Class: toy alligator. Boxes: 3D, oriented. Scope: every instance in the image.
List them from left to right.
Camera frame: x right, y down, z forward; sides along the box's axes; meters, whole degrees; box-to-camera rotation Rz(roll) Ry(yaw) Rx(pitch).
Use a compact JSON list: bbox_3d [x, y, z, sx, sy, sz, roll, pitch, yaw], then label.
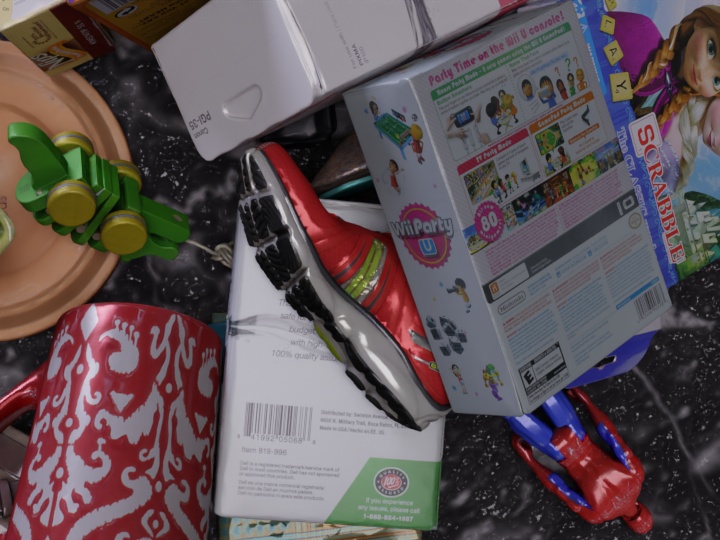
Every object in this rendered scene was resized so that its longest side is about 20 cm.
[{"bbox_3d":[-0.157,-0.031,0.902,0.054,0.060,0.199,-38,132,24],"label":"toy alligator"}]

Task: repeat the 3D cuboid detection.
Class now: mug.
[{"bbox_3d":[-0.166,0.126,0.834,0.176,0.133,0.203,17,64,-24],"label":"mug"}]

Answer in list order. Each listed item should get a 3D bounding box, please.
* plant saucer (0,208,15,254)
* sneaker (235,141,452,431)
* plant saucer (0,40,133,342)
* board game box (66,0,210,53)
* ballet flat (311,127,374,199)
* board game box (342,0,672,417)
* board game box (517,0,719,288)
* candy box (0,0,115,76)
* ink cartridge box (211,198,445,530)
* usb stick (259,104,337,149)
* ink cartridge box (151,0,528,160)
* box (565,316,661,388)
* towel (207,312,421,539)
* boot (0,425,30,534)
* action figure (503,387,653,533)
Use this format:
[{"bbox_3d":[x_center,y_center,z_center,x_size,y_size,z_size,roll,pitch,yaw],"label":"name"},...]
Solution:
[{"bbox_3d":[-0.335,-0.028,0.878,0.200,0.048,0.200,-44,85,11],"label":"plant saucer"},{"bbox_3d":[0.000,0.000,0.834,0.085,0.077,0.201,-40,104,-18],"label":"sneaker"},{"bbox_3d":[-0.250,-0.053,0.924,0.197,0.032,0.204,0,90,-7],"label":"plant saucer"},{"bbox_3d":[-0.102,-0.276,0.837,0.198,0.200,0.202,-26,88,5],"label":"board game box"},{"bbox_3d":[0.050,-0.103,0.947,0.198,0.068,0.068,-17,87,-17],"label":"ballet flat"},{"bbox_3d":[0.091,-0.038,0.817,0.147,0.064,0.202,-29,106,-36],"label":"board game box"},{"bbox_3d":[0.212,-0.108,0.918,0.198,0.041,0.202,-27,106,-30],"label":"board game box"},{"bbox_3d":[-0.224,-0.235,0.874,0.055,0.115,0.202,-22,84,-1],"label":"candy box"},{"bbox_3d":[-0.017,0.058,0.901,0.144,0.083,0.203,6,89,-8],"label":"ink cartridge box"},{"bbox_3d":[-0.052,-0.183,0.950,0.055,0.033,0.203,-6,90,0],"label":"usb stick"},{"bbox_3d":[-0.008,-0.155,0.856,0.199,0.146,0.084,-30,96,-37],"label":"ink cartridge box"},{"bbox_3d":[0.142,-0.028,0.923,0.118,0.041,0.203,-10,99,-33],"label":"box"},{"bbox_3d":[-0.030,0.125,0.952,0.144,0.022,0.203,-3,90,-7],"label":"towel"},{"bbox_3d":[-0.177,0.186,0.914,0.198,0.070,0.148,19,75,-17],"label":"boot"},{"bbox_3d":[0.135,0.109,0.958,0.065,0.052,0.200,-43,98,0],"label":"action figure"}]
